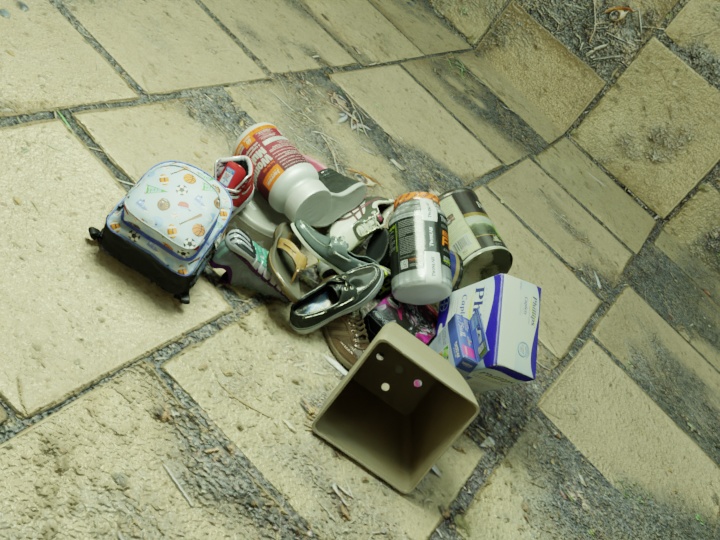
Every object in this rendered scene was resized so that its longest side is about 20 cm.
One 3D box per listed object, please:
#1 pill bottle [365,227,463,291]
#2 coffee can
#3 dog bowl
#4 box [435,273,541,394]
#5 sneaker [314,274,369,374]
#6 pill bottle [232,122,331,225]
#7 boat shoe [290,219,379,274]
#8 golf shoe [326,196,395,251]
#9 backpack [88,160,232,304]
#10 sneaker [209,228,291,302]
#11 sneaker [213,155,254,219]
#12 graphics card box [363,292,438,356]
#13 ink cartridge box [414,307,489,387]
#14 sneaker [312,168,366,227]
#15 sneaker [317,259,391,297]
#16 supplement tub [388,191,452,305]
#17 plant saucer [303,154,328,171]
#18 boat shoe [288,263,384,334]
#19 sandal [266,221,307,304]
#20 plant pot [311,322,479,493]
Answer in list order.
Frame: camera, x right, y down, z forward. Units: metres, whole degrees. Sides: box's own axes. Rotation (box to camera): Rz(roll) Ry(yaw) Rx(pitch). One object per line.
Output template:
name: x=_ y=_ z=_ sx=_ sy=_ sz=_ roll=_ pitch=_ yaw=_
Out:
pill bottle: x=0.113 y=-0.018 z=1.899 sx=0.198 sy=0.112 sz=0.113 roll=21 pitch=35 yaw=-29
coffee can: x=0.250 y=-0.071 z=2.090 sx=0.145 sy=0.147 sz=0.202 roll=12 pitch=40 yaw=-39
dog bowl: x=-0.197 y=-0.111 z=1.724 sx=0.198 sy=0.059 sz=0.201 roll=28 pitch=32 yaw=-19
box: x=0.238 y=0.125 z=1.703 sx=0.104 sy=0.199 sz=0.187 roll=21 pitch=64 yaw=-27
sneaker: x=-0.026 y=0.098 z=1.622 sx=0.070 sy=0.076 sz=0.201 roll=-4 pitch=51 yaw=-50
pill bottle: x=-0.147 y=-0.179 z=1.684 sx=0.109 sy=0.110 sz=0.200 roll=-5 pitch=46 yaw=-51
boat shoe: x=-0.045 y=-0.041 z=1.653 sx=0.199 sy=0.062 sz=0.073 roll=39 pitch=14 yaw=-28
golf shoe: x=-0.001 y=-0.098 z=1.840 sx=0.200 sy=0.087 sz=0.078 roll=-52 pitch=124 yaw=-43
backpack: x=-0.303 y=-0.085 z=1.443 sx=0.199 sy=0.154 sz=0.192 roll=36 pitch=48 yaw=-8
sneaker: x=-0.194 y=0.005 z=1.576 sx=0.200 sy=0.087 sz=0.075 roll=47 pitch=17 yaw=-43
sneaker: x=-0.249 y=-0.119 z=1.561 sx=0.070 sy=0.113 sz=0.201 roll=27 pitch=57 yaw=6
graphics card box: x=0.084 y=0.107 z=1.761 sx=0.125 sy=0.051 sz=0.200 roll=44 pitch=31 yaw=6
ink cartridge box: x=0.155 y=0.166 z=1.611 sx=0.042 sy=0.201 sz=0.120 roll=25 pitch=32 yaw=-20
sneaker: x=-0.082 y=-0.149 z=1.802 sx=0.098 sy=0.072 sz=0.199 roll=27 pitch=34 yaw=26
sneaker: x=0.000 y=0.000 z=1.784 sx=0.198 sy=0.076 sz=0.077 roll=14 pitch=40 yaw=-40
supplement tub: x=0.116 y=-0.044 z=1.765 sx=0.121 sy=0.122 sz=0.203 roll=15 pitch=63 yaw=-36
plant saucer: x=-0.107 y=-0.167 z=1.909 sx=0.199 sy=0.051 sz=0.202 roll=29 pitch=32 yaw=-20
boat shoe: x=-0.040 y=0.043 z=1.587 sx=0.199 sy=0.057 sz=0.069 roll=-33 pitch=63 yaw=-17
sandal: x=-0.120 y=-0.025 z=1.588 sx=0.082 sy=0.054 sz=0.201 roll=49 pitch=24 yaw=-27
plant pot: x=0.060 y=0.203 z=1.482 sx=0.199 sy=0.201 sz=0.177 roll=35 pitch=19 yaw=-8
